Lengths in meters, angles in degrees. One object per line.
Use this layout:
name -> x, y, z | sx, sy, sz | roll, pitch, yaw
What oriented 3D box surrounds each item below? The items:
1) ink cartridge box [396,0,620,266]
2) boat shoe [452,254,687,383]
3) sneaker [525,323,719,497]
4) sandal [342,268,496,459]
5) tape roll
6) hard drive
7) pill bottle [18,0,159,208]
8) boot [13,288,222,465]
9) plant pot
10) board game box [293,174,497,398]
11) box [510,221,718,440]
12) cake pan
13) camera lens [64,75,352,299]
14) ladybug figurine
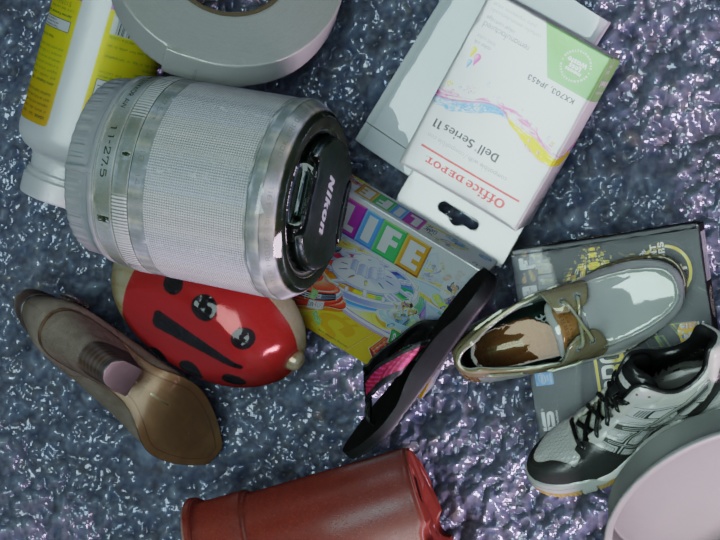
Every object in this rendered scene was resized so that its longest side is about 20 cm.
ink cartridge box -> 0.112, -0.112, 1.534 | 0.117, 0.067, 0.201 | 30, 102, 9
boat shoe -> 0.169, 0.046, 1.511 | 0.199, 0.068, 0.075 | -24, 88, 16
sneaker -> 0.211, 0.104, 1.487 | 0.199, 0.076, 0.088 | -29, 130, 9
sandal -> 0.039, 0.070, 1.544 | 0.045, 0.075, 0.201 | 32, 111, -9
tape roll -> -0.112, -0.248, 1.563 | 0.201, 0.037, 0.204 | 5, 65, -10
hard drive -> 0.102, -0.159, 1.581 | 0.131, 0.027, 0.201 | 34, 101, 9
pill bottle -> -0.234, -0.157, 1.623 | 0.103, 0.104, 0.202 | 19, 99, 11
boot -> -0.216, 0.086, 1.644 | 0.070, 0.200, 0.146 | -48, 47, -9
plant pot -> -0.022, 0.251, 1.570 | 0.194, 0.201, 0.202 | -22, 89, 6
board game box -> 0.000, 0.000, 1.596 | 0.199, 0.034, 0.135 | 31, 118, 10
box -> 0.220, 0.068, 1.560 | 0.160, 0.049, 0.202 | -7, 93, 18
cake pan -> 0.284, 0.182, 1.500 | 0.200, 0.200, 0.037 | -34, 43, 13
camera lens -> -0.117, -0.069, 1.508 | 0.198, 0.160, 0.162 | 11, 97, 20
ladybug figurine -> -0.136, 0.036, 1.610 | 0.199, 0.072, 0.137 | 26, 127, 19
